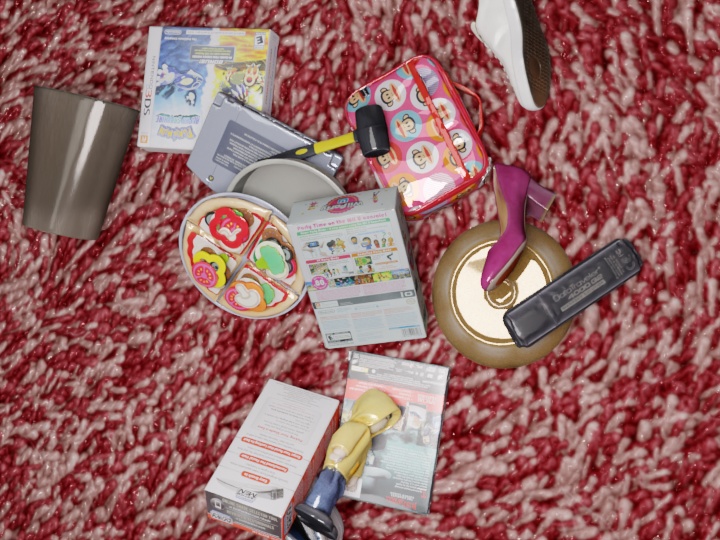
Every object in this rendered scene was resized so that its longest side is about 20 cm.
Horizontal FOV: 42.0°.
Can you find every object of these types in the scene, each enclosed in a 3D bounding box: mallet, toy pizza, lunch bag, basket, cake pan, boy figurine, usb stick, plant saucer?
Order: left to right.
[{"bbox_3d":[-0.425,-0.156,1.388,0.179,0.135,0.203,16,94,31],"label":"basket"},{"bbox_3d":[-0.165,-0.014,1.305,0.197,0.032,0.203,8,122,13],"label":"toy pizza"},{"bbox_3d":[-0.092,-0.068,1.290,0.197,0.037,0.202,9,124,13],"label":"cake pan"},{"bbox_3d":[-0.054,-0.176,1.263,0.197,0.041,0.067,-6,83,24],"label":"mallet"},{"bbox_3d":[-0.013,0.251,1.239,0.064,0.125,0.201,21,60,22],"label":"boy figurine"},{"bbox_3d":[0.089,-0.184,1.282,0.175,0.082,0.202,-28,79,7],"label":"lunch bag"},{"bbox_3d":[0.190,0.030,1.259,0.197,0.035,0.203,-1,86,14],"label":"plant saucer"},{"bbox_3d":[0.274,0.029,1.212,0.199,0.033,0.056,-33,86,-7],"label":"usb stick"}]

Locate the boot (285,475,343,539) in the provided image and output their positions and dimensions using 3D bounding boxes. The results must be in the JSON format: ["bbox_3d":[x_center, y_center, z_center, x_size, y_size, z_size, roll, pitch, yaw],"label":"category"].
[{"bbox_3d":[-0.097,0.298,1.283,0.073,0.095,0.201,-40,77,8],"label":"boot"}]

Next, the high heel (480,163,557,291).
[{"bbox_3d":[0.176,-0.058,1.216,0.095,0.068,0.200,30,50,10],"label":"high heel"}]

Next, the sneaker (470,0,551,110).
[{"bbox_3d":[0.201,-0.310,1.276,0.084,0.072,0.203,-14,88,44],"label":"sneaker"}]

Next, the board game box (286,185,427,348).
[{"bbox_3d":[0.000,0.000,1.243,0.145,0.065,0.202,-7,122,13],"label":"board game box"}]

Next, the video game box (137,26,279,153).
[{"bbox_3d":[-0.226,-0.264,1.386,0.197,0.047,0.185,5,90,15],"label":"video game box"}]

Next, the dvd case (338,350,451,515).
[{"bbox_3d":[0.040,0.222,1.292,0.144,0.022,0.203,8,87,15],"label":"dvd case"}]

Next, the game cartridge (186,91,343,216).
[{"bbox_3d":[-0.139,-0.148,1.326,0.198,0.042,0.134,28,110,-1],"label":"game cartridge"}]

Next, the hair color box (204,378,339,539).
[{"bbox_3d":[-0.113,0.248,1.246,0.110,0.201,0.065,15,132,14],"label":"hair color box"}]
